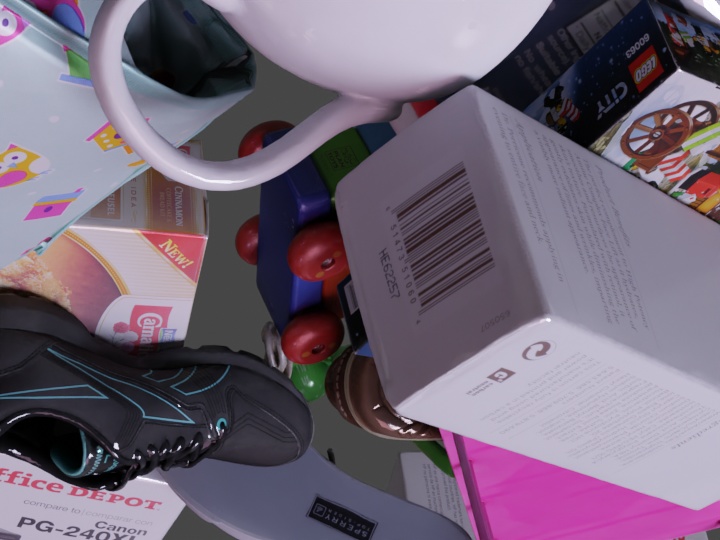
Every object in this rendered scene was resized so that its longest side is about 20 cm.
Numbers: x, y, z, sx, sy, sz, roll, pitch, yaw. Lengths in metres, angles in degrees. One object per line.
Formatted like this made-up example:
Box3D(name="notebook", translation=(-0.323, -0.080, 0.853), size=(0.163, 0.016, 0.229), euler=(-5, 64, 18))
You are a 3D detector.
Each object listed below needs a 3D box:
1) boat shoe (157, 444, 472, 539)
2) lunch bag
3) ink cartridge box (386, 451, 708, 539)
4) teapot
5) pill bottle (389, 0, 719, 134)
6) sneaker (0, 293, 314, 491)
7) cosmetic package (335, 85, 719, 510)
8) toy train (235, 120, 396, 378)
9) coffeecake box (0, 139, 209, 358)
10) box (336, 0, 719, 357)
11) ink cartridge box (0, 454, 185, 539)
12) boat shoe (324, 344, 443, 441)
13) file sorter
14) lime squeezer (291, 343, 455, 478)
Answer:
Box3D(name="boat shoe", translation=(-0.028, 0.133, 0.853), size=(0.199, 0.074, 0.068), euler=(22, 155, 7))
Box3D(name="lunch bag", translation=(-0.160, -0.082, 0.595), size=(0.170, 0.122, 0.200), euler=(-32, 140, 26))
Box3D(name="ink cartridge box", translation=(0.116, 0.217, 1.008), size=(0.199, 0.148, 0.145), euler=(2, 137, -10))
Box3D(name="teapot", translation=(-0.013, -0.157, 0.542), size=(0.145, 0.201, 0.198), euler=(14, 135, -27))
Box3D(name="pill bottle", translation=(0.108, -0.120, 0.657), size=(0.200, 0.120, 0.120), euler=(-31, 133, 23))
Box3D(name="sneaker", translation=(-0.113, 0.077, 0.763), size=(0.199, 0.080, 0.075), euler=(16, 133, -27))
Box3D(name="cosmetic package", translation=(0.089, 0.018, 0.582), size=(0.074, 0.102, 0.200), euler=(-34, 142, 29))
Box3D(name="toy train", translation=(0.000, 0.000, 0.815), size=(0.115, 0.085, 0.200), euler=(-16, 145, -17))
Box3D(name="coffeecake box", translation=(-0.187, 0.003, 0.782), size=(0.199, 0.073, 0.154), euler=(4, 136, -14))
Box3D(name="box", translation=(0.103, -0.021, 0.658), size=(0.136, 0.038, 0.200), euler=(12, 139, -37))
Box3D(name="ink cartridge box", translation=(-0.199, 0.136, 0.919), size=(0.145, 0.084, 0.200), euler=(14, 134, -22))
Box3D(name="boat shoe", translation=(0.076, 0.057, 0.798), size=(0.201, 0.075, 0.075), euler=(8, 171, -25))
Box3D(name="file sorter", translation=(0.127, 0.139, 0.736), size=(0.138, 0.126, 0.200), euler=(-15, 145, 4))
Box3D(name="lime squeezer", translation=(-0.019, 0.077, 0.900), size=(0.199, 0.071, 0.038), euler=(-1, 180, 39))
